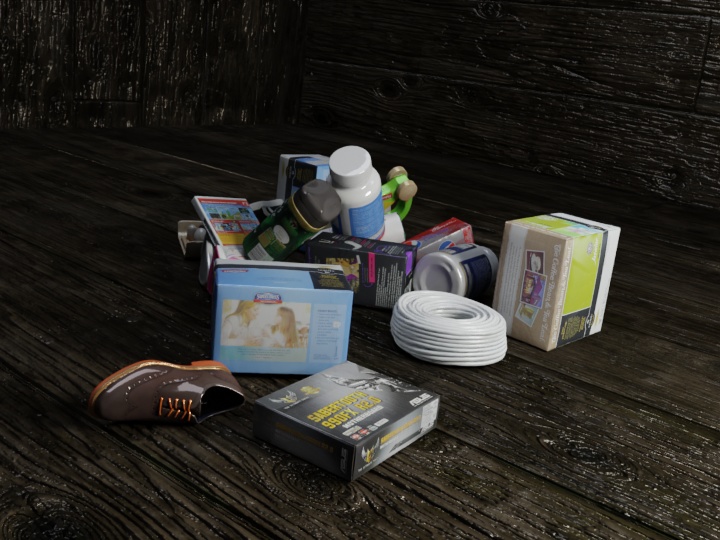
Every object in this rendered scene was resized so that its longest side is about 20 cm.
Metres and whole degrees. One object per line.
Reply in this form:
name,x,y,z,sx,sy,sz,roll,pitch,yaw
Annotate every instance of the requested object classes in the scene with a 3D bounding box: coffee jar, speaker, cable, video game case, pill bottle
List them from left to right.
video game case,-0.234,-0.061,1.643,0.142,0.017,0.202,-2,55,-52
coffee jar,-0.127,-0.087,1.581,0.199,0.086,0.104,-37,2,32
pill bottle,-0.011,-0.141,1.648,0.110,0.202,0.114,-3,50,3
speaker,-0.009,-0.063,1.766,0.197,0.083,0.081,-14,18,-6
cable,0.148,0.094,1.395,0.196,0.071,0.200,8,16,7
pill bottle,0.195,0.007,1.641,0.110,0.113,0.199,16,18,31

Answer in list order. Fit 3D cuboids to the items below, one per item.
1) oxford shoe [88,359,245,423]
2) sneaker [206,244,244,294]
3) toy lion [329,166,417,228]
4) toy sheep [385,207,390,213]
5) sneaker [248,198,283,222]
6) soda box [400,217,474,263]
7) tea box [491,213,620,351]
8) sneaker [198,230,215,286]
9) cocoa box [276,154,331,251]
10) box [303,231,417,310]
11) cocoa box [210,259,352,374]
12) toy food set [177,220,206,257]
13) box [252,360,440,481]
oxford shoe,-0.234,0.155,1.038,0.198,0.072,0.072,-6,25,-39
sneaker,-0.211,0.024,1.484,0.087,0.082,0.200,3,30,-32
toy lion,0.021,-0.116,1.850,0.197,0.193,0.069,-21,53,-19
toy sheep,0.010,-0.150,2.081,0.136,0.140,0.200,11,16,16
sneaker,-0.210,-0.090,1.818,0.072,0.114,0.199,-17,3,27
soda box,0.137,-0.036,1.733,0.198,0.064,0.070,-25,26,-18
tea box,0.350,0.014,1.513,0.132,0.204,0.195,20,20,40
sneaker,-0.261,-0.019,1.638,0.098,0.072,0.201,15,21,-14
cocoa box,-0.107,-0.156,1.929,0.130,0.204,0.132,20,20,39
box,0.000,0.000,1.598,0.196,0.108,0.122,9,15,13
cocoa box,-0.120,0.067,1.236,0.196,0.136,0.131,3,16,-12
toy food set,-0.318,-0.075,1.824,0.141,0.062,0.200,1,17,-18
box,-0.014,0.182,1.062,0.157,0.049,0.199,17,19,32
